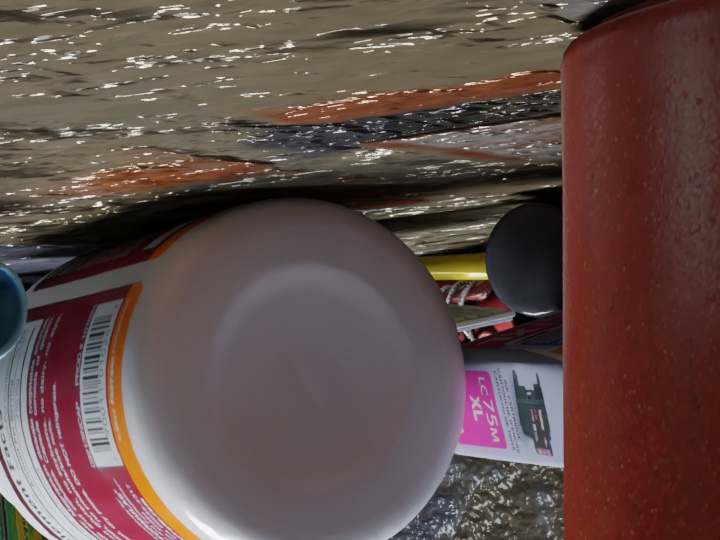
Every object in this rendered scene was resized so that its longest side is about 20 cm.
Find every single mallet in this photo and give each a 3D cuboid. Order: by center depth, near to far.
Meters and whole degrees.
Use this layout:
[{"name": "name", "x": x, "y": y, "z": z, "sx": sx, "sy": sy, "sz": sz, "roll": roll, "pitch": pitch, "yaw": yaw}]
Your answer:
[{"name": "mallet", "x": 0.000, "y": 0.000, "z": 0.883, "sx": 0.200, "sy": 0.041, "sz": 0.066, "roll": -3, "pitch": 178, "yaw": 22}]

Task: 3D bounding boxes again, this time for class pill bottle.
[{"name": "pill bottle", "x": -0.058, "y": 0.042, "z": 0.838, "sx": 0.113, "sy": 0.113, "sz": 0.200, "roll": -3, "pitch": 176, "yaw": -27}]

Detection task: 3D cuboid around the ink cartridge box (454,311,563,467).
[{"name": "ink cartridge box", "x": 0.116, "y": 0.027, "z": 0.740, "sx": 0.119, "sy": 0.042, "sz": 0.200, "roll": -16, "pitch": -172, "yaw": -22}]

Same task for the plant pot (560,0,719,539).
[{"name": "plant pot", "x": 0.121, "y": 0.043, "z": 0.500, "sx": 0.200, "sy": 0.196, "sz": 0.201, "roll": -5, "pitch": 176, "yaw": 0}]

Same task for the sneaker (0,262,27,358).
[{"name": "sneaker", "x": -0.140, "y": 0.024, "z": 0.757, "sx": 0.082, "sy": 0.074, "sz": 0.200, "roll": -1, "pitch": 176, "yaw": -7}]

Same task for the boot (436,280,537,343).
[{"name": "boot", "x": 0.015, "y": 0.028, "z": 1.052, "sx": 0.200, "sy": 0.073, "sz": 0.144, "roll": -13, "pitch": 176, "yaw": -2}]

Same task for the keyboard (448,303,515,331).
[{"name": "keyboard", "x": -0.041, "y": 0.014, "z": 0.948, "sx": 0.200, "sy": 0.011, "sz": 0.056, "roll": 4, "pitch": -167, "yaw": 34}]

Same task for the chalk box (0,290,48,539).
[{"name": "chalk box", "x": -0.184, "y": 0.073, "z": 1.027, "sx": 0.124, "sy": 0.125, "sz": 0.200, "roll": -5, "pitch": 177, "yaw": 11}]
